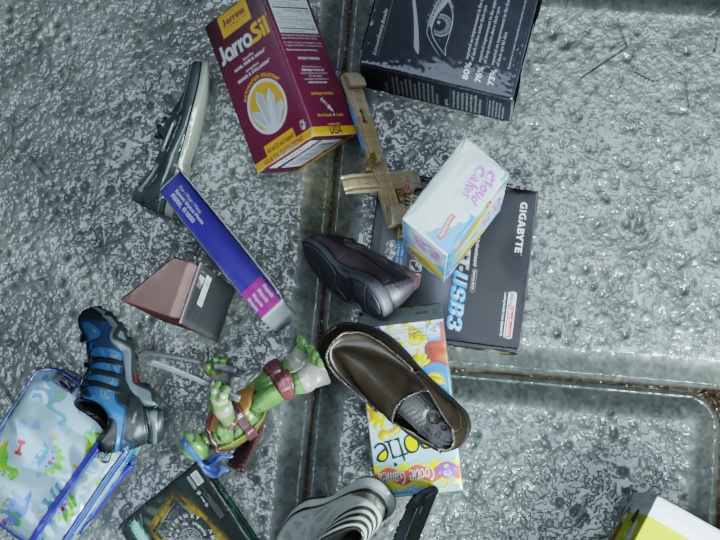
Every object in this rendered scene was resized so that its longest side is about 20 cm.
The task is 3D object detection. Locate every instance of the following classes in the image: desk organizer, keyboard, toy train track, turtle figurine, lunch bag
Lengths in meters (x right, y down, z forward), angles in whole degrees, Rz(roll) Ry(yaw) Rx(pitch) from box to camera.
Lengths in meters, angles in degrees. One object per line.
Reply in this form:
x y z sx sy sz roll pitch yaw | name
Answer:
-0.212 0.029 1.700 0.076 0.200 0.072 18 83 9 | desk organizer
0.025 0.334 1.622 0.039 0.104 0.202 23 102 18 | keyboard
0.020 -0.150 1.720 0.114 0.032 0.202 -6 70 -35 | toy train track
-0.148 0.123 1.706 0.193 0.144 0.201 -27 74 -10 | turtle figurine
-0.366 0.229 1.742 0.160 0.082 0.201 36 86 6 | lunch bag

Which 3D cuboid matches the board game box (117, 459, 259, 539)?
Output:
-0.184 0.346 1.722 0.135 0.028 0.201 -38 80 12 | board game box

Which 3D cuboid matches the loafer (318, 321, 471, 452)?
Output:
0.041 0.129 1.592 0.199 0.071 0.073 35 99 -3 | loafer

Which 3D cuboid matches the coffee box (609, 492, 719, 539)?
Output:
0.357 0.383 1.603 0.199 0.200 0.199 29 85 7 | coffee box

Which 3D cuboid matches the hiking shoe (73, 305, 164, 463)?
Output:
-0.301 0.125 1.694 0.086 0.075 0.201 -18 55 -23 | hiking shoe

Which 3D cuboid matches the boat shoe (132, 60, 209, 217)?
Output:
-0.234 -0.170 1.796 0.061 0.073 0.202 14 88 2 | boat shoe

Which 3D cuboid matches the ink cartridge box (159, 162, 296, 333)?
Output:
-0.158 -0.021 1.703 0.043 0.200 0.197 -39 80 -3 | ink cartridge box

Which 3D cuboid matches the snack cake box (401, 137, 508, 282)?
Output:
0.106 -0.065 1.642 0.067 0.200 0.115 39 85 8 | snack cake box

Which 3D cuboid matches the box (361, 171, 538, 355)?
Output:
0.108 -0.008 1.760 0.196 0.050 0.202 8 83 6 | box

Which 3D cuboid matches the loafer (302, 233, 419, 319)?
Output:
0.000 0.000 1.717 0.063 0.200 0.072 -29 122 -18 | loafer

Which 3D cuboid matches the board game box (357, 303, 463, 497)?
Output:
0.057 0.151 1.684 0.102 0.105 0.202 -7 98 3 | board game box

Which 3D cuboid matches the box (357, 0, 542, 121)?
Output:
0.109 -0.285 1.772 0.198 0.104 0.150 15 82 7 | box

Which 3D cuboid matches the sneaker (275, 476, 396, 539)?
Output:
-0.054 0.313 1.646 0.076 0.115 0.200 49 128 -3 | sneaker

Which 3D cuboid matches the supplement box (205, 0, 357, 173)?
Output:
-0.098 -0.234 1.766 0.110 0.085 0.202 -29 78 39 | supplement box
